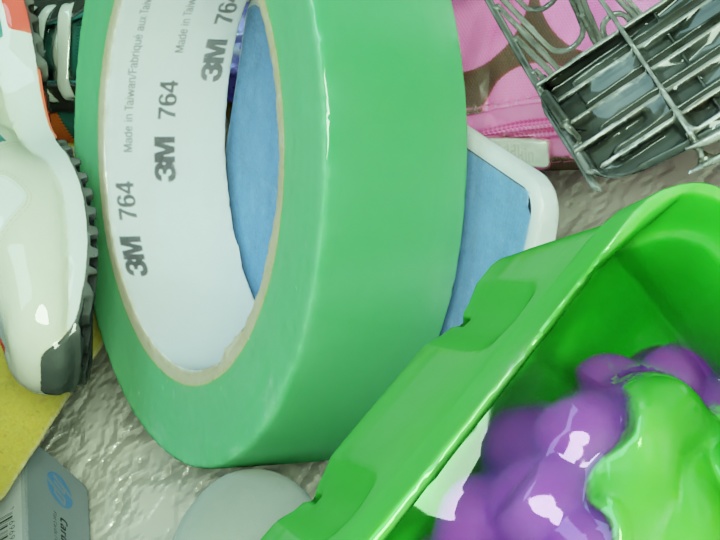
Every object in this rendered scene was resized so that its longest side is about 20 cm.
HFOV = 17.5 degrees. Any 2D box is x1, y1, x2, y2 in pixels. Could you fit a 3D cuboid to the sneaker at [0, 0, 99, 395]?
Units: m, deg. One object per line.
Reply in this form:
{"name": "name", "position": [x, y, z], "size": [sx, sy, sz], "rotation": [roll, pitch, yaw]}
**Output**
{"name": "sneaker", "position": [-0.148, -0.031, 0.803], "size": [0.093, 0.071, 0.201], "rotation": [-7, 49, -15]}

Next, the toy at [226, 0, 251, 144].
{"name": "toy", "position": [-0.032, -0.111, 0.887], "size": [0.115, 0.047, 0.201], "rotation": [-46, 23, 45]}

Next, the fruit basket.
{"name": "fruit basket", "position": [0.097, 0.086, 0.457], "size": [0.156, 0.216, 0.215], "rotation": [-49, 36, -8]}

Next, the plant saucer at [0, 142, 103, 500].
{"name": "plant saucer", "position": [-0.177, 0.027, 0.876], "size": [0.199, 0.049, 0.200], "rotation": [-18, 29, 35]}

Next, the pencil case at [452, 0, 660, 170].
{"name": "pencil case", "position": [0.104, -0.074, 0.714], "size": [0.199, 0.091, 0.094], "rotation": [-10, 31, 37]}

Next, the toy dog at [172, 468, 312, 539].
{"name": "toy dog", "position": [-0.059, 0.142, 0.646], "size": [0.131, 0.097, 0.199], "rotation": [19, 33, 40]}

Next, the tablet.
{"name": "tablet", "position": [0.000, 0.000, 0.739], "size": [0.200, 0.014, 0.131], "rotation": [39, 125, 54]}

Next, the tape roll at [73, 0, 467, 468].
{"name": "tape roll", "position": [-0.035, -0.040, 0.734], "size": [0.200, 0.048, 0.202], "rotation": [4, 95, 63]}

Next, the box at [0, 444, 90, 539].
{"name": "box", "position": [-0.176, 0.166, 0.785], "size": [0.199, 0.041, 0.156], "rotation": [-32, 37, 16]}

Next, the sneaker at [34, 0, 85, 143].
{"name": "sneaker", "position": [-0.133, -0.080, 0.923], "size": [0.200, 0.079, 0.072], "rotation": [-3, 85, 59]}

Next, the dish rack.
{"name": "dish rack", "position": [0.097, -0.100, 0.637], "size": [0.153, 0.055, 0.200], "rotation": [-35, 39, 9]}
